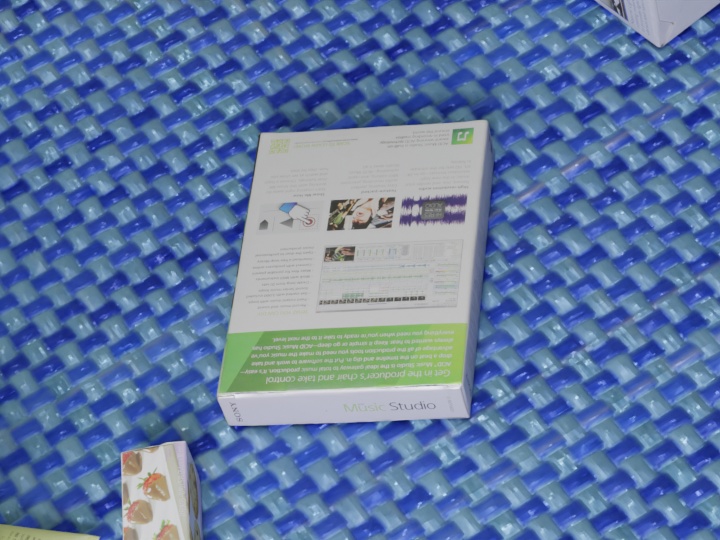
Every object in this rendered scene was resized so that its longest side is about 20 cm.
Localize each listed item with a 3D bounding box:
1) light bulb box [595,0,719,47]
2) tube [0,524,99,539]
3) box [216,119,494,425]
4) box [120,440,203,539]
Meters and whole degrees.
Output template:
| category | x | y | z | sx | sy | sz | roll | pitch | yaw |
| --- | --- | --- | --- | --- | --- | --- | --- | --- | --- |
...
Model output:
| category | x | y | z | sx | sy | sz | roll | pitch | yaw |
| --- | --- | --- | --- | --- | --- | --- | --- | --- | --- |
| light bulb box | 0.186 | -0.279 | 1.693 | 0.198 | 0.125 | 0.200 | -37 | 53 | -16 |
| tube | -0.250 | 0.162 | 1.500 | 0.199 | 0.052 | 0.058 | 8 | 89 | 16 |
| box | 0.000 | 0.000 | 1.573 | 0.144 | 0.036 | 0.200 | -2 | 50 | 13 |
| box | -0.104 | 0.183 | 1.446 | 0.039 | 0.042 | 0.200 | -11 | 49 | 6 |
